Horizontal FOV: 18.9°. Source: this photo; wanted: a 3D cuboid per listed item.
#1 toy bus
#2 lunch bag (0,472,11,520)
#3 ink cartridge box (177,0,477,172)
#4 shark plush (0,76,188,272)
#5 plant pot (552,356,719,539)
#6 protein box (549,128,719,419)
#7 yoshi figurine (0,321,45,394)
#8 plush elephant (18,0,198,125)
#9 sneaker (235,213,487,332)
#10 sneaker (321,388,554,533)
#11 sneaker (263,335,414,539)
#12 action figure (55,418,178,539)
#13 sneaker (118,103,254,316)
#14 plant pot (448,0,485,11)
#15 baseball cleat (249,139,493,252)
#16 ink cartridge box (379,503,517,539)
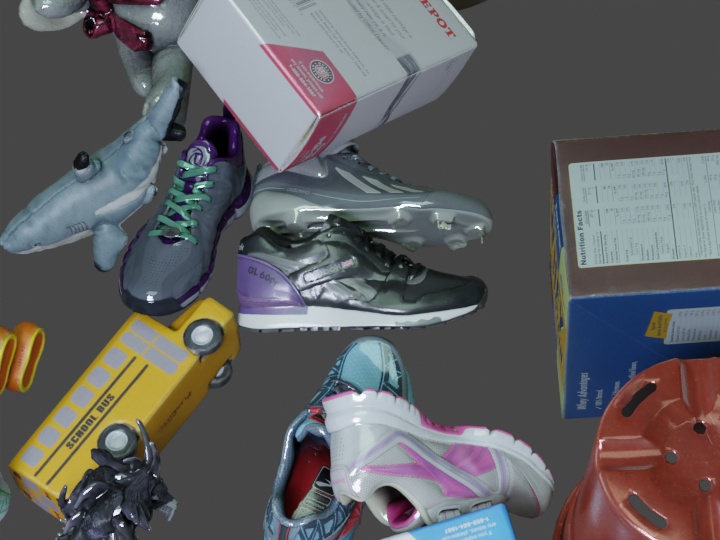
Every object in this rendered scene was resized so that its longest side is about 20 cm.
[{"bbox_3d":[-0.177,0.104,1.676,0.078,0.065,0.200,30,68,21],"label":"toy bus"},{"bbox_3d":[-0.363,0.152,1.591,0.160,0.076,0.200,-41,65,-15],"label":"lunch bag"},{"bbox_3d":[-0.024,-0.184,1.757,0.199,0.083,0.147,-27,73,-42],"label":"ink cartridge box"},{"bbox_3d":[-0.199,-0.072,1.722,0.199,0.083,0.091,-32,64,33],"label":"shark plush"},{"bbox_3d":[0.236,0.168,1.533,0.199,0.196,0.202,-2,60,3],"label":"plant pot"},{"bbox_3d":[0.245,0.005,1.621,0.198,0.199,0.136,-3,60,2],"label":"protein box"},{"bbox_3d":[-0.352,0.031,1.714,0.198,0.113,0.112,15,47,15],"label":"yoshi figurine"},{"bbox_3d":[-0.209,-0.236,1.818,0.153,0.166,0.201,8,32,-6],"label":"plush elephant"},{"bbox_3d":[0.000,0.000,1.694,0.198,0.076,0.088,-2,97,3],"label":"sneaker"},{"bbox_3d":[0.053,0.156,1.591,0.199,0.081,0.089,19,69,-24],"label":"sneaker"},{"bbox_3d":[-0.013,0.129,1.630,0.079,0.096,0.201,15,63,13],"label":"sneaker"},{"bbox_3d":[-0.183,0.209,1.576,0.201,0.102,0.119,-56,40,9],"label":"action figure"},{"bbox_3d":[-0.142,-0.051,1.711,0.074,0.088,0.201,9,39,12],"label":"sneaker"},{"bbox_3d":[0.056,-0.349,1.849,0.198,0.174,0.201,-2,62,4],"label":"plant pot"},{"bbox_3d":[0.009,-0.069,1.755,0.198,0.070,0.107,1,61,4],"label":"baseball cleat"},{"bbox_3d":[0.064,0.285,1.522,0.145,0.084,0.201,-17,73,-4],"label":"ink cartridge box"}]
